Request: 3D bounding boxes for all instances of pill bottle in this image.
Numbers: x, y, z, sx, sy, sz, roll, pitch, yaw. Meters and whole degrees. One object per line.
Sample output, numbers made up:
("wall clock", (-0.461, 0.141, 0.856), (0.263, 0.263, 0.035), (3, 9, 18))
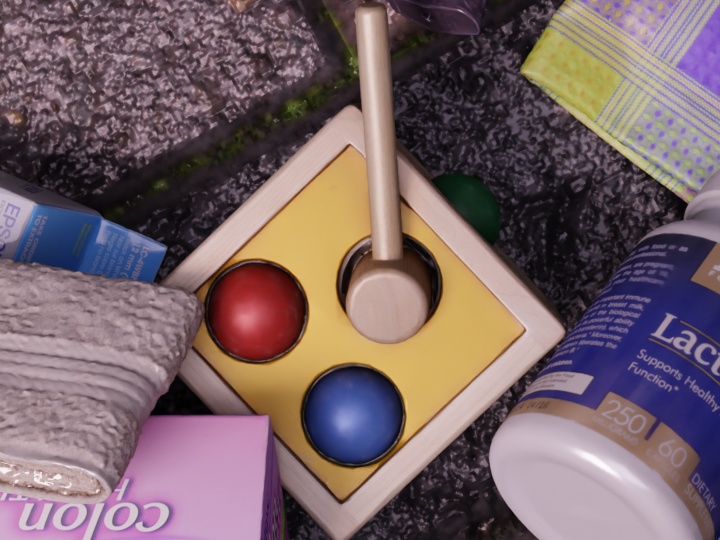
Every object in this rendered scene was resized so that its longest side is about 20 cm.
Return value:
("pill bottle", (0.160, 0.048, 1.116), (0.116, 0.116, 0.200), (39, 63, 0))

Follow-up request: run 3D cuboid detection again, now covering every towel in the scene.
("towel", (-0.185, 0.043, 1.083), (0.200, 0.133, 0.035), (7, 134, 18))
("towel", (0.193, -0.143, 1.181), (0.144, 0.023, 0.200), (37, 95, -1))

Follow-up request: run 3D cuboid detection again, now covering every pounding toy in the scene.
("pounding toy", (0.000, 0.000, 1.142), (0.200, 0.142, 0.184), (-43, 91, 5))

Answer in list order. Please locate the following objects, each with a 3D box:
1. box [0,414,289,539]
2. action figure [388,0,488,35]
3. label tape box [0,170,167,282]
("box", (-0.125, 0.165, 1.128), (0.176, 0.200, 0.097), (-1, 52, 4))
("action figure", (0.072, -0.217, 1.124), (0.069, 0.130, 0.200), (22, 69, 39))
("label tape box", (-0.222, 0.013, 1.194), (0.200, 0.066, 0.143), (24, 95, 3))
